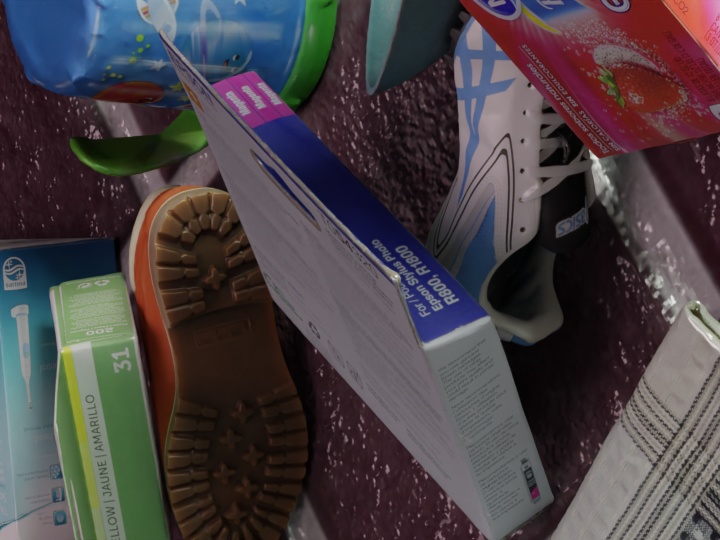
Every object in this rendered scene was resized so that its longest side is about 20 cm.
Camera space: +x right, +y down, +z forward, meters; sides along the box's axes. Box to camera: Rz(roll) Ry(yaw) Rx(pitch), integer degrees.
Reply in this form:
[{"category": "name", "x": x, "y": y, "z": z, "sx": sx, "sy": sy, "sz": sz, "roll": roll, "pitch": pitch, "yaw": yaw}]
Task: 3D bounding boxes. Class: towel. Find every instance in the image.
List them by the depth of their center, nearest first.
[{"category": "towel", "x": 0.162, "y": 0.125, "z": 0.940, "sx": 0.193, "sy": 0.034, "sz": 0.200, "roll": 56, "pitch": 134, "yaw": 31}]

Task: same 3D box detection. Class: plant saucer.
[{"category": "plant saucer", "x": 0.037, "y": -0.171, "z": 0.996, "sx": 0.200, "sy": 0.036, "sz": 0.201, "roll": -170, "pitch": 90, "yaw": -84}]

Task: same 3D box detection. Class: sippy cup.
[{"category": "sippy cup", "x": -0.102, "y": -0.138, "z": 1.166, "sx": 0.139, "sy": 0.130, "sz": 0.179, "roll": -2, "pitch": 93, "yaw": 52}]

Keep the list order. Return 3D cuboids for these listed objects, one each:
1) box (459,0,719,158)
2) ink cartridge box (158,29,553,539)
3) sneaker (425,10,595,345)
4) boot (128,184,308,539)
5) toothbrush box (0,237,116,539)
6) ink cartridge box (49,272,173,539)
[{"category": "box", "x": 0.081, "y": -0.147, "z": 0.867, "sx": 0.200, "sy": 0.100, "sz": 0.095, "roll": 45, "pitch": 150, "yaw": -24}, {"category": "ink cartridge box", "x": 0.000, "y": 0.000, "z": 1.044, "sx": 0.196, "sy": 0.043, "sz": 0.200, "roll": 47, "pitch": 165, "yaw": 38}, {"category": "sneaker", "x": 0.074, "y": -0.056, "z": 0.988, "sx": 0.072, "sy": 0.072, "sz": 0.201, "roll": 32, "pitch": 136, "yaw": 28}, {"category": "boot", "x": -0.080, "y": 0.051, "z": 1.228, "sx": 0.107, "sy": 0.075, "sz": 0.201, "roll": -154, "pitch": 58, "yaw": -69}, {"category": "toothbrush box", "x": -0.208, "y": 0.083, "z": 1.372, "sx": 0.146, "sy": 0.085, "sz": 0.201, "roll": -2, "pitch": 93, "yaw": 52}, {"category": "ink cartridge box", "x": -0.126, "y": 0.102, "z": 1.203, "sx": 0.200, "sy": 0.048, "sz": 0.146, "roll": -117, "pitch": 17, "yaw": -69}]
